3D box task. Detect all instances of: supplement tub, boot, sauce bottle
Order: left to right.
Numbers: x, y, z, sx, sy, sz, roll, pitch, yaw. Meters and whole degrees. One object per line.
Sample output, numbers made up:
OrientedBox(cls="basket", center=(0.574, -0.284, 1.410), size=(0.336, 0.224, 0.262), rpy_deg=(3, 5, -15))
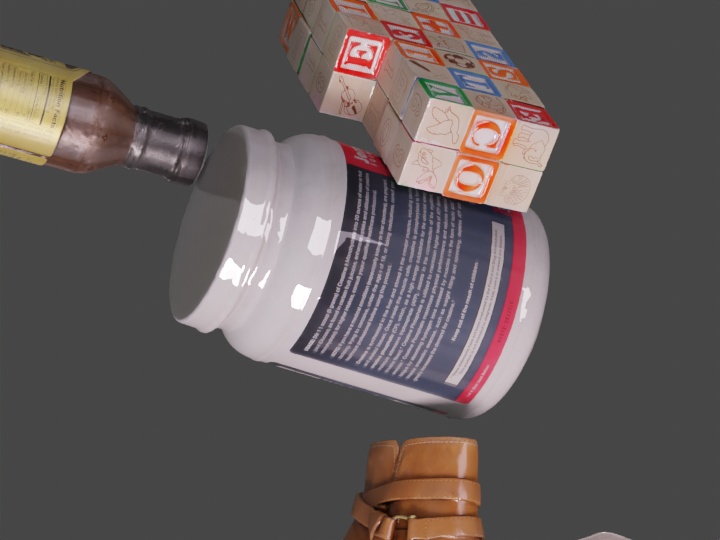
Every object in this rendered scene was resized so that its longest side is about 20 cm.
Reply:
OrientedBox(cls="sauce bottle", center=(-0.190, -0.094, 1.452), size=(0.200, 0.065, 0.065), rpy_deg=(16, 69, -21))
OrientedBox(cls="supplement tub", center=(0.000, 0.000, 1.464), size=(0.200, 0.140, 0.141), rpy_deg=(18, 69, -19))
OrientedBox(cls="boot", center=(0.053, 0.173, 1.408), size=(0.074, 0.200, 0.155), rpy_deg=(27, 72, -44))

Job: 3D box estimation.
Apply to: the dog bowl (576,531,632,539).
OrientedBox(cls="dog bowl", center=(0.131, 0.262, 1.494), size=(0.200, 0.059, 0.200), rpy_deg=(7, 72, -22))

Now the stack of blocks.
OrientedBox(cls="stack of blocks", center=(0.032, -0.116, 1.487), size=(0.115, 0.200, 0.059), rpy_deg=(11, 116, -22))

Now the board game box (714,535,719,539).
OrientedBox(cls="board game box", center=(0.226, 0.246, 1.488), size=(0.200, 0.035, 0.126), rpy_deg=(-39, 94, -28))
